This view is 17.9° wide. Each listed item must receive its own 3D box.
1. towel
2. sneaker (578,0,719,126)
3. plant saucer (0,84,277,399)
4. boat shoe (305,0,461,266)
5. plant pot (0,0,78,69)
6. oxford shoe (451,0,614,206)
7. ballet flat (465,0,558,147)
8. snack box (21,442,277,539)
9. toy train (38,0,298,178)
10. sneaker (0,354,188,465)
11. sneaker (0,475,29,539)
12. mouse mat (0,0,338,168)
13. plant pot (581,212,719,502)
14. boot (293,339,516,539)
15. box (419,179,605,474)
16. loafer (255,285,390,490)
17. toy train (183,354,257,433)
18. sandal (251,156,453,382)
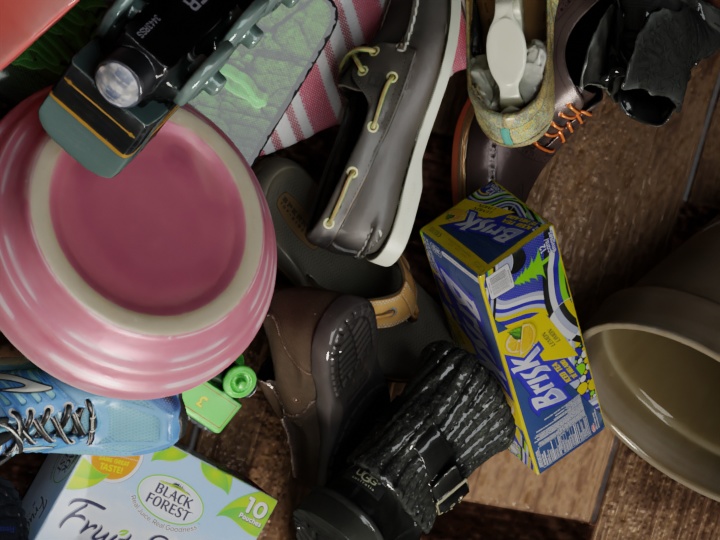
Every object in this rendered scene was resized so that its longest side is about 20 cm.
[{"bbox_3d":[-0.027,-0.166,1.470,0.200,0.030,0.147,-24,112,-17],"label":"towel"},{"bbox_3d":[0.193,-0.141,1.508,0.200,0.060,0.104,32,67,-67],"label":"sneaker"},{"bbox_3d":[-0.135,-0.025,1.356,0.200,0.051,0.201,11,67,-26],"label":"plant saucer"},{"bbox_3d":[0.014,-0.107,1.440,0.060,0.072,0.202,13,86,-19],"label":"boat shoe"},{"bbox_3d":[-0.191,-0.239,1.279,0.200,0.200,0.177,-44,99,-11],"label":"plant pot"},{"bbox_3d":[0.115,-0.104,1.517,0.071,0.072,0.200,4,102,-54],"label":"oxford shoe"},{"bbox_3d":[0.095,-0.181,1.468,0.071,0.071,0.201,2,83,-27],"label":"ballet flat"},{"bbox_3d":[-0.165,0.201,1.475,0.142,0.053,0.200,31,88,-29],"label":"snack box"},{"bbox_3d":[-0.107,-0.138,1.319,0.085,0.114,0.200,40,42,-4],"label":"toy train"},{"bbox_3d":[-0.203,0.093,1.369,0.199,0.090,0.079,2,120,2],"label":"sneaker"},{"bbox_3d":[-0.244,0.225,1.392,0.066,0.078,0.201,26,52,-57],"label":"sneaker"},{"bbox_3d":[-0.130,-0.144,1.412,0.200,0.008,0.161,30,93,-20],"label":"mouse mat"},{"bbox_3d":[0.275,0.043,1.593,0.174,0.200,0.200,-52,120,-25],"label":"plant pot"},{"bbox_3d":[0.031,0.152,1.513,0.158,0.079,0.211,-50,164,-24],"label":"boot"},{"bbox_3d":[0.103,0.040,1.524,0.064,0.070,0.200,-34,135,-17],"label":"box"},{"bbox_3d":[-0.027,0.072,1.480,0.073,0.071,0.200,-47,155,-33],"label":"loafer"},{"bbox_3d":[-0.147,0.035,1.412,0.200,0.042,0.056,36,97,-28],"label":"toy train"},{"bbox_3d":[0.000,0.000,1.492,0.200,0.055,0.082,51,52,-27],"label":"sandal"}]
